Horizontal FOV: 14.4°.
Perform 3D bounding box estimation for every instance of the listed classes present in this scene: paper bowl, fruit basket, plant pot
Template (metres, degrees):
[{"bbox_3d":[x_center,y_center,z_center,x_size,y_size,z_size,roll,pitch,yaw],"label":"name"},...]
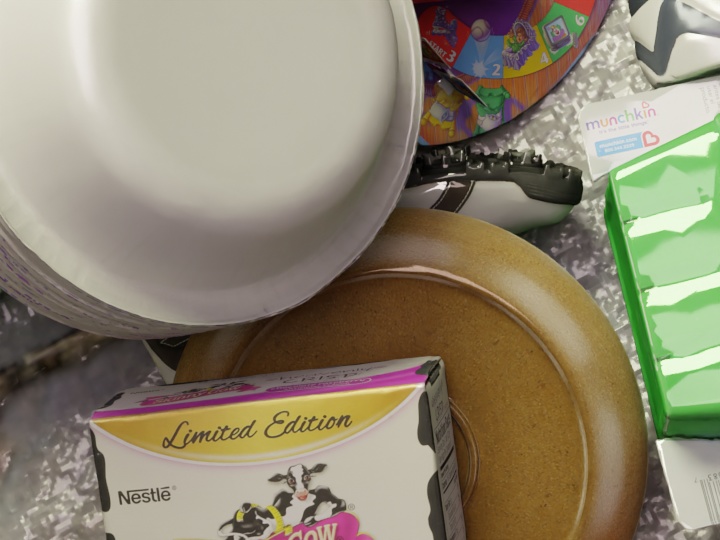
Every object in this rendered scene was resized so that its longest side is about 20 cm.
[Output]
[{"bbox_3d":[-0.066,-0.078,1.073,0.200,0.104,0.202,3,83,-27],"label":"paper bowl"},{"bbox_3d":[0.204,-0.001,1.165,0.199,0.094,0.186,-11,74,-7],"label":"fruit basket"},{"bbox_3d":[0.017,0.076,1.156,0.199,0.027,0.201,1,99,7],"label":"plant pot"}]

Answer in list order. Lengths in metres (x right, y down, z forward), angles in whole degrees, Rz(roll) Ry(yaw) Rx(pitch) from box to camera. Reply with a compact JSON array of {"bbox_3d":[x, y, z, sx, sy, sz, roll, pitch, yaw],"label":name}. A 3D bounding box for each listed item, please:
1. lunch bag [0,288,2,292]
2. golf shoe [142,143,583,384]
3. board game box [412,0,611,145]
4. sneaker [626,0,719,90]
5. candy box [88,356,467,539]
[{"bbox_3d":[-0.204,-0.087,1.194,0.170,0.127,0.200,-38,72,22],"label":"lunch bag"},{"bbox_3d":[0.000,0.000,1.202,0.199,0.078,0.095,-10,92,7],"label":"golf shoe"},{"bbox_3d":[0.034,-0.153,1.185,0.200,0.039,0.158,41,80,-23],"label":"board game box"},{"bbox_3d":[0.200,-0.161,1.200,0.198,0.079,0.130,-17,82,14],"label":"sneaker"},{"bbox_3d":[-0.023,0.142,1.126,0.136,0.061,0.201,-7,97,9],"label":"candy box"}]
